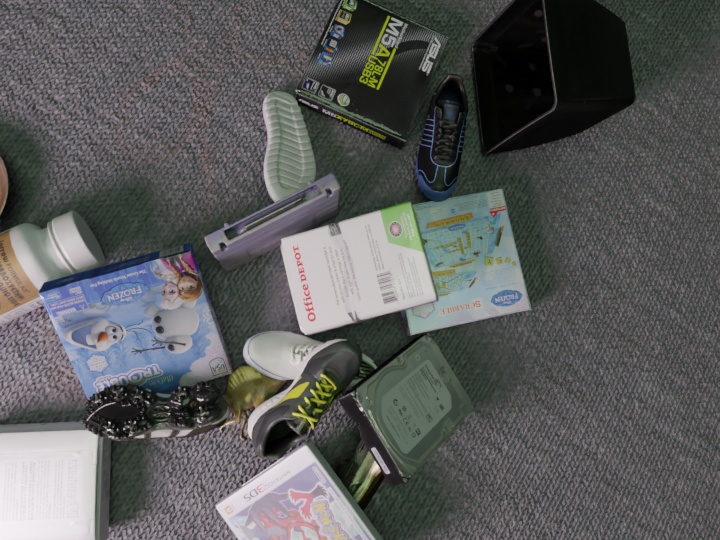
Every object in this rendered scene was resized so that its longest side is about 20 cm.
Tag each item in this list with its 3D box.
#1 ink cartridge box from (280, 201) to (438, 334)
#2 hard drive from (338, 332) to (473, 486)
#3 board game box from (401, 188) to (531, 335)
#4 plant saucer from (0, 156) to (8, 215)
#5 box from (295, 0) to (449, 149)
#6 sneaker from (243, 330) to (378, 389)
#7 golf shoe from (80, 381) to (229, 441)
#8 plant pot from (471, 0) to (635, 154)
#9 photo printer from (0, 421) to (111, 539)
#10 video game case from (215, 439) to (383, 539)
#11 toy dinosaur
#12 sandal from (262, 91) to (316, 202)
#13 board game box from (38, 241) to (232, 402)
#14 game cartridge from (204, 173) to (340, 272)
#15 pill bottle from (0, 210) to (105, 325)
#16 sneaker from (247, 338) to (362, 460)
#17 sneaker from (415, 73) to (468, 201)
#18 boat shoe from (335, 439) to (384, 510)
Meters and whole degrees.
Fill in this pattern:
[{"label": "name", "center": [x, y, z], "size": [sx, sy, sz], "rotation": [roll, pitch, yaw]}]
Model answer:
[{"label": "ink cartridge box", "center": [0.000, 0.000, 0.879], "size": [0.200, 0.084, 0.146], "rotation": [-15, 83, 8]}, {"label": "hard drive", "center": [0.073, 0.190, 0.853], "size": [0.200, 0.038, 0.140], "rotation": [-27, 86, -48]}, {"label": "board game box", "center": [0.149, -0.014, 0.944], "size": [0.199, 0.041, 0.200], "rotation": [-10, 83, -8]}, {"label": "plant saucer", "center": [-0.602, -0.105, 0.858], "size": [0.200, 0.037, 0.201], "rotation": [1, 74, -3]}, {"label": "box", "center": [0.020, -0.327, 0.970], "size": [0.193, 0.048, 0.200], "rotation": [24, 81, -1]}, {"label": "sneaker", "center": [-0.067, 0.125, 0.866], "size": [0.200, 0.071, 0.073], "rotation": [13, 63, -17]}, {"label": "golf shoe", "center": [-0.278, 0.203, 0.820], "size": [0.199, 0.095, 0.078], "rotation": [-2, 60, 7]}, {"label": "plant pot", "center": [0.308, -0.307, 0.936], "size": [0.177, 0.200, 0.200], "rotation": [-3, 82, -18]}, {"label": "photo printer", "center": [-0.450, 0.294, 0.814], "size": [0.199, 0.069, 0.167], "rotation": [-2, 82, -7]}, {"label": "video game case", "center": [-0.081, 0.365, 0.835], "size": [0.182, 0.023, 0.200], "rotation": [-37, 88, 16]}, {"label": "toy dinosaur", "center": [-0.146, 0.184, 0.873], "size": [0.200, 0.058, 0.101], "rotation": [-22, 84, -9]}, {"label": "sandal", "center": [-0.116, -0.186, 0.936], "size": [0.082, 0.050, 0.203], "rotation": [4, 69, -21]}, {"label": "board game box", "center": [-0.303, 0.083, 0.831], "size": [0.200, 0.043, 0.199], "rotation": [-17, 115, -9]}, {"label": "game cartridge", "center": [-0.124, -0.067, 0.874], "size": [0.200, 0.130, 0.038], "rotation": [-28, 84, -10]}, {"label": "pill bottle", "center": [-0.472, -0.001, 0.830], "size": [0.200, 0.114, 0.115], "rotation": [-27, 86, -10]}, {"label": "sneaker", "center": [-0.067, 0.179, 0.797], "size": [0.074, 0.085, 0.200], "rotation": [42, 95, -22]}, {"label": "sneaker", "center": [0.129, -0.212, 0.936], "size": [0.070, 0.078, 0.201], "rotation": [6, 71, -1]}, {"label": "boat shoe", "center": [-0.003, 0.299, 0.875], "size": [0.065, 0.073, 0.200], "rotation": [33, 87, 23]}]
